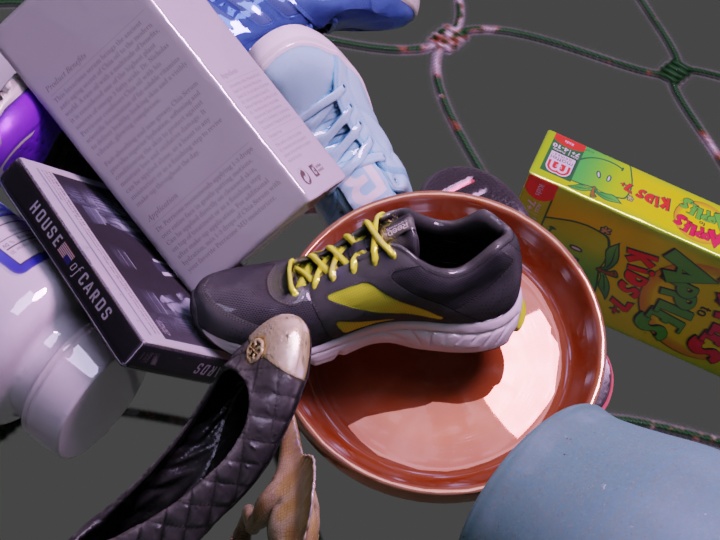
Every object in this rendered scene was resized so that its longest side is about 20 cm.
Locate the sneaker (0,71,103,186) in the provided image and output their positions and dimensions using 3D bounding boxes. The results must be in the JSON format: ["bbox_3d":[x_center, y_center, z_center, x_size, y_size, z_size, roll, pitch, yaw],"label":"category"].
[{"bbox_3d":[-0.178,-0.072,1.421,0.099,0.070,0.200,43,15,4],"label":"sneaker"}]

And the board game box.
[{"bbox_3d":[0.194,-0.005,1.501,0.199,0.102,0.048,24,46,5],"label":"board game box"}]

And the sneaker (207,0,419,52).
[{"bbox_3d":[-0.064,-0.143,1.445,0.199,0.077,0.112,7,72,-7],"label":"sneaker"}]

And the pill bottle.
[{"bbox_3d":[-0.225,0.020,1.340,0.200,0.112,0.112,37,49,15],"label":"pill bottle"}]

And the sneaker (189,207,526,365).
[{"bbox_3d":[0.000,0.000,1.318,0.199,0.085,0.075,-5,43,-11],"label":"sneaker"}]

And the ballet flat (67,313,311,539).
[{"bbox_3d":[-0.094,0.106,1.268,0.057,0.200,0.066,35,1,-30],"label":"ballet flat"}]

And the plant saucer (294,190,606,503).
[{"bbox_3d":[0.047,0.046,1.370,0.199,0.032,0.201,1,63,-1],"label":"plant saucer"}]

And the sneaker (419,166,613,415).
[{"bbox_3d":[0.087,0.028,1.448,0.073,0.087,0.201,-21,66,-14],"label":"sneaker"}]

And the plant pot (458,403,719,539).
[{"bbox_3d":[0.161,0.180,1.278,0.188,0.201,0.200,35,47,30],"label":"plant pot"}]

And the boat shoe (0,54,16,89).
[{"bbox_3d":[-0.313,-0.147,1.486,0.199,0.064,0.071,22,75,-28],"label":"boat shoe"}]

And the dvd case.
[{"bbox_3d":[-0.114,0.010,1.367,0.151,0.025,0.200,53,18,27],"label":"dvd case"}]

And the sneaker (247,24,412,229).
[{"bbox_3d":[-0.005,-0.071,1.431,0.074,0.200,0.082,-40,46,-6],"label":"sneaker"}]

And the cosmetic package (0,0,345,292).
[{"bbox_3d":[-0.114,-0.097,1.359,0.200,0.101,0.071,52,23,0],"label":"cosmetic package"}]

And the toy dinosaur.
[{"bbox_3d":[-0.040,0.137,1.300,0.058,0.101,0.201,8,45,-13],"label":"toy dinosaur"}]
